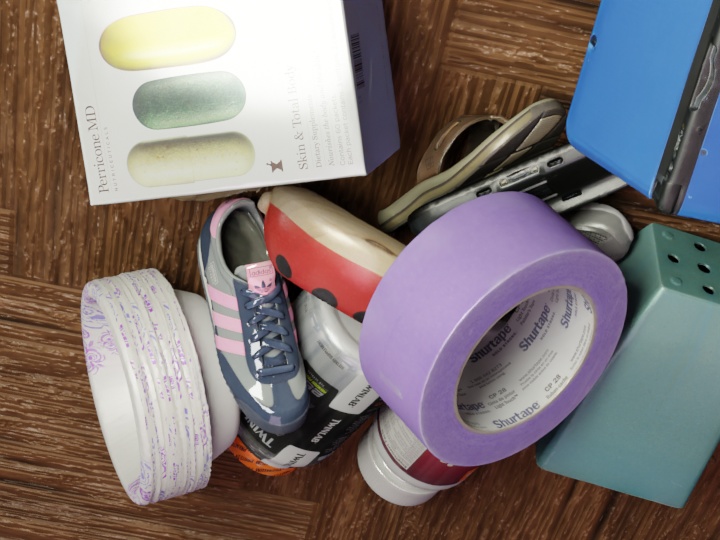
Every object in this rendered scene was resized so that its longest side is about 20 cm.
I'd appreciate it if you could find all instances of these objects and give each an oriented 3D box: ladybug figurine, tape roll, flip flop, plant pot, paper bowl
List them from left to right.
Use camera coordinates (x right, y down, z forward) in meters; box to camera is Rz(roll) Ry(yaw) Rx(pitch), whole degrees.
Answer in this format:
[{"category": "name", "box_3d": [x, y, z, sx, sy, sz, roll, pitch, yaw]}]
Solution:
[{"category": "paper bowl", "box_3d": [-0.173, 0.098, 1.329, 0.103, 0.201, 0.202, -12, 138, -20]}, {"category": "ladybug figurine", "box_3d": [0.000, 0.000, 1.220, 0.199, 0.136, 0.072, 30, 91, -5]}, {"category": "flip flop", "box_3d": [0.080, -0.090, 1.206, 0.081, 0.058, 0.200, -12, 167, -42]}, {"category": "tape roll", "box_3d": [0.103, 0.046, 1.156, 0.199, 0.085, 0.201, -24, 136, -25]}, {"category": "plant pot", "box_3d": [0.251, 0.071, 1.289, 0.140, 0.142, 0.201, 17, 128, -9]}]

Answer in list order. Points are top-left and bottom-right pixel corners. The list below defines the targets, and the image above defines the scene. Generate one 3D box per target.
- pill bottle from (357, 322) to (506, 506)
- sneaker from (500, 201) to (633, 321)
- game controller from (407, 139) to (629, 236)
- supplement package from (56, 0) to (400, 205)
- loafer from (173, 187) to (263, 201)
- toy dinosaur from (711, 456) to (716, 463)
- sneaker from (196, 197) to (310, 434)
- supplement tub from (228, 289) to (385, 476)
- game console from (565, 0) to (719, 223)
[{"category": "pill bottle", "box_3d": [0.077, 0.133, 1.379, 0.109, 0.110, 0.200, 21, 140, -13]}, {"category": "sneaker", "box_3d": [0.141, 0.009, 1.276, 0.199, 0.082, 0.075, -23, 127, 26]}, {"category": "game controller", "box_3d": [0.136, -0.065, 1.195, 0.199, 0.042, 0.104, -23, 155, 13]}, {"category": "supplement package", "box_3d": [-0.088, -0.140, 1.077, 0.198, 0.151, 0.153, -6, 101, 12]}, {"category": "loafer", "box_3d": [-0.077, -0.106, 1.205, 0.198, 0.077, 0.067, -14, 166, 10]}, {"category": "toy dinosaur", "box_3d": [0.358, 0.138, 1.406, 0.199, 0.060, 0.106, 32, 103, -27]}, {"category": "sneaker", "box_3d": [-0.088, 0.034, 1.248, 0.070, 0.201, 0.082, -14, 162, -23]}, {"category": "supplement tub", "box_3d": [-0.040, 0.095, 1.354, 0.122, 0.123, 0.200, 27, 131, -19]}, {"category": "game console", "box_3d": [0.256, -0.147, 1.059, 0.169, 0.119, 0.202, 10, 116, -7]}]
